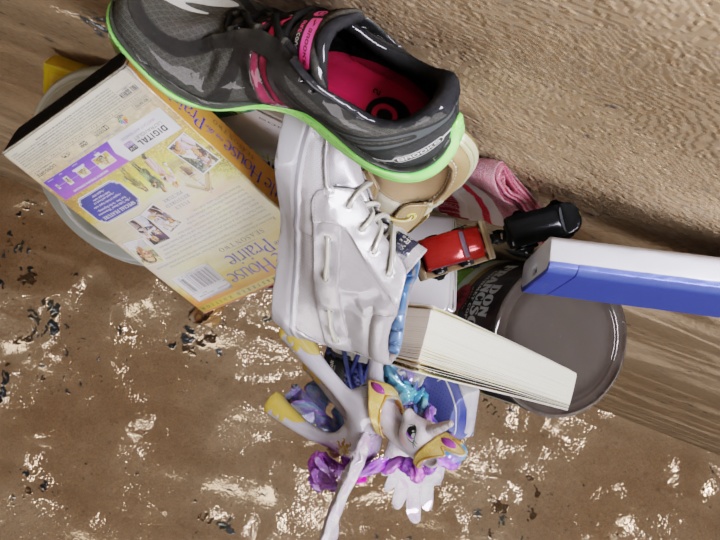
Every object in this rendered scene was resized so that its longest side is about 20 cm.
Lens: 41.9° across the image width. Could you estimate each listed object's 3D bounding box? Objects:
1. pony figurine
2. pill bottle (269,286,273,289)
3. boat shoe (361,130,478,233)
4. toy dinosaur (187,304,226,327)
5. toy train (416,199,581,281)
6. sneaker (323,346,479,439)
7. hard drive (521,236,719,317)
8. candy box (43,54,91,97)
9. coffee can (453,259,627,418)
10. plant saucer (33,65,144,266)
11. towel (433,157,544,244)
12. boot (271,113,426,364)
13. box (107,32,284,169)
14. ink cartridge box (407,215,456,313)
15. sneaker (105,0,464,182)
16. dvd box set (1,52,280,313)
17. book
[{"bbox_3d":[0.001,0.154,0.852,0.200,0.194,0.166,38,-138,28],"label":"pony figurine"},{"bbox_3d":[-0.111,-0.034,1.178,0.114,0.115,0.200,21,174,-6],"label":"pill bottle"},{"bbox_3d":[0.021,-0.052,0.665,0.074,0.067,0.200,33,161,-6],"label":"boat shoe"},{"bbox_3d":[-0.109,-0.046,0.778,0.060,0.201,0.106,-9,-139,-30],"label":"toy dinosaur"},{"bbox_3d":[0.062,-0.012,0.674,0.199,0.034,0.046,-16,177,3],"label":"toy train"},{"bbox_3d":[0.026,0.106,0.945,0.115,0.081,0.199,-13,-146,-23],"label":"sneaker"},{"bbox_3d":[0.220,0.010,0.652,0.199,0.026,0.132,7,173,3],"label":"hard drive"},{"bbox_3d":[-0.198,-0.118,0.860,0.199,0.103,0.026,20,-147,8],"label":"candy box"},{"bbox_3d":[0.153,0.061,0.965,0.146,0.147,0.200,23,173,-20],"label":"coffee can"},{"bbox_3d":[-0.217,-0.080,0.844,0.199,0.201,0.050,20,-143,6],"label":"plant saucer"},{"bbox_3d":[0.044,-0.074,0.751,0.199,0.023,0.144,18,172,31],"label":"towel"},{"bbox_3d":[0.000,-0.033,0.597,0.095,0.201,0.074,18,-144,18],"label":"boot"},{"bbox_3d":[-0.101,-0.120,0.697,0.144,0.036,0.200,26,170,-2],"label":"box"},{"bbox_3d":[0.000,0.000,0.864,0.145,0.085,0.200,3,175,-6],"label":"ink cartridge box"},{"bbox_3d":[-0.035,-0.116,0.495,0.199,0.077,0.084,19,155,-2],"label":"sneaker"},{"bbox_3d":[-0.131,-0.055,0.668,0.146,0.030,0.200,-22,129,37],"label":"dvd box set"},{"bbox_3d":[0.066,0.066,0.762,0.133,0.048,0.199,8,171,46],"label":"book"}]
